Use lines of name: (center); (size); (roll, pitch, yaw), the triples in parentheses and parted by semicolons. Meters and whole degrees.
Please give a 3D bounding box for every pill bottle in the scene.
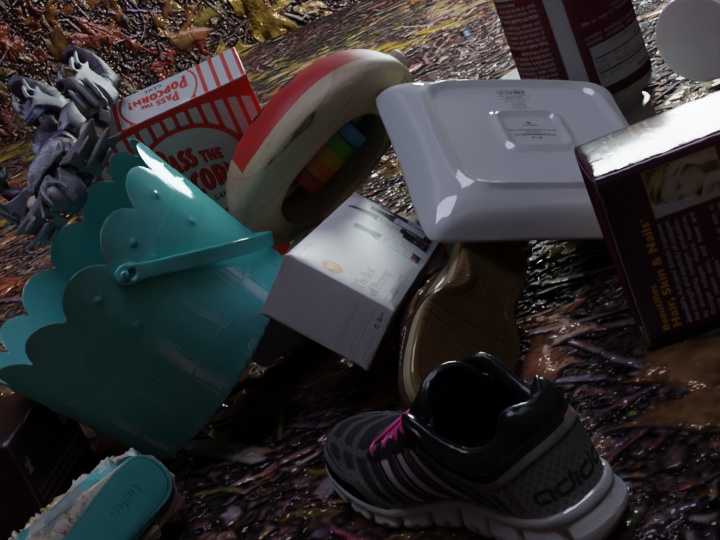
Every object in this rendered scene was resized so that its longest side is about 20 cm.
pill bottle: (0.188, -0.200, 1.033); (0.113, 0.202, 0.114); (-20, 18, 7)
pill bottle: (0.358, -0.255, 1.118); (0.111, 0.113, 0.200); (-6, 27, 44)

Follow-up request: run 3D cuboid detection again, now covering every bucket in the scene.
bucket: (-0.157, 0.024, 0.840); (0.207, 0.134, 0.208); (-46, 22, 25)

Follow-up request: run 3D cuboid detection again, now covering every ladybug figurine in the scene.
ladybug figurine: (-0.039, -0.108, 0.971); (0.200, 0.072, 0.136); (-46, -25, 2)

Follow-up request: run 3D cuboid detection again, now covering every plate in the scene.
plate: (0.124, -0.091, 0.862); (0.197, 0.033, 0.201); (-2, 37, -11)

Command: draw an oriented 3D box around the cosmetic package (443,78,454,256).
cosmetic package: (0.081, -0.094, 1.034); (0.072, 0.104, 0.200); (-23, 17, 5)

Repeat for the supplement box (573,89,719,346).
supplement box: (0.240, -0.051, 0.699); (0.198, 0.111, 0.086); (-21, 18, 10)

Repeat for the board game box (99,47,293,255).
board game box: (-0.140, -0.078, 1.039); (0.150, 0.201, 0.047); (-25, 45, -1)

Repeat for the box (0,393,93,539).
box: (-0.308, 0.159, 0.866); (0.198, 0.076, 0.100); (-21, 18, 15)

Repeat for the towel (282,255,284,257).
towel: (-0.114, 0.022, 1.082); (0.151, 0.024, 0.200); (-10, 23, 36)

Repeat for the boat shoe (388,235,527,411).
boat shoe: (0.058, 0.042, 0.769); (0.072, 0.072, 0.201); (-48, 11, 35)

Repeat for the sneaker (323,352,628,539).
sneaker: (0.044, 0.084, 0.607); (0.073, 0.088, 0.199); (-35, 21, -32)

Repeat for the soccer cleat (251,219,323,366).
soccer cleat: (-0.042, 0.014, 0.949); (0.078, 0.069, 0.200); (-61, -8, 22)

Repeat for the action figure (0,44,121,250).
action figure: (-0.230, -0.098, 0.893); (0.130, 0.069, 0.201); (-40, 32, 16)

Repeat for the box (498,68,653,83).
box: (0.187, -0.179, 1.242); (0.144, 0.037, 0.199); (-33, 19, -25)

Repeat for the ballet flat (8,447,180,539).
ballet flat: (-0.183, 0.181, 0.684); (0.199, 0.076, 0.064); (-35, -10, -42)

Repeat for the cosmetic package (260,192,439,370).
cosmetic package: (0.000, 0.000, 0.844); (0.082, 0.051, 0.200); (25, 19, 5)
